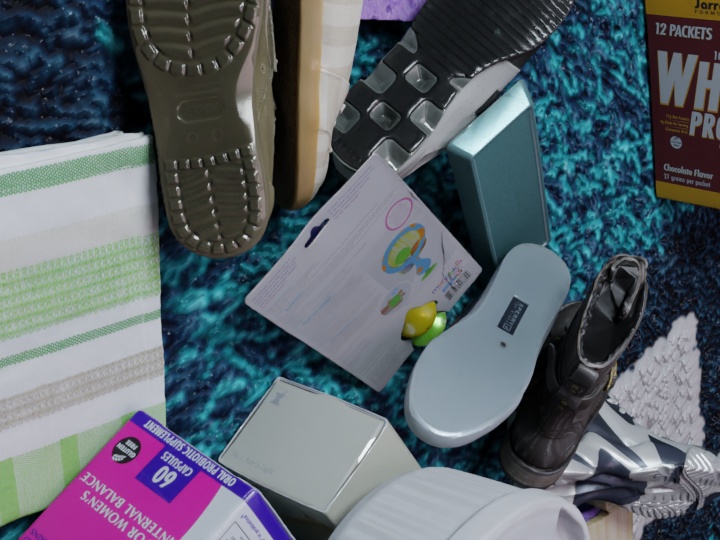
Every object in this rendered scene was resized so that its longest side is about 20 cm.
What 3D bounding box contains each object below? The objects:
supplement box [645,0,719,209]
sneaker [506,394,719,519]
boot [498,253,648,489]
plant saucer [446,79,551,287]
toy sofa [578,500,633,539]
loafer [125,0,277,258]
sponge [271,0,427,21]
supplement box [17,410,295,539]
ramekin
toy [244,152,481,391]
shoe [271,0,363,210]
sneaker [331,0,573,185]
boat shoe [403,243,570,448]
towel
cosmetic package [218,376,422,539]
[{"bbox_3d":[0.364,-0.180,1.091,0.200,0.133,0.198,-33,125,-37],"label":"supplement box"},{"bbox_3d":[0.202,0.128,1.006,0.198,0.130,0.080,0,139,-15],"label":"sneaker"},{"bbox_3d":[0.168,0.051,0.891,0.174,0.069,0.200,107,7,-46],"label":"boot"},{"bbox_3d":[0.103,-0.051,0.870,0.070,0.019,0.200,-42,153,-10],"label":"plant saucer"},{"bbox_3d":[0.193,0.263,1.078,0.097,0.083,0.201,-25,119,-36],"label":"toy sofa"},{"bbox_3d":[-0.083,-0.108,0.672,0.067,0.076,0.201,-80,170,-86],"label":"loafer"},{"bbox_3d":[0.019,-0.214,0.779,0.200,0.030,0.112,-9,110,-47],"label":"sponge"},{"bbox_3d":[-0.135,0.192,0.660,0.200,0.101,0.103,-49,142,-20],"label":"supplement box"},{"bbox_3d":[0.045,0.209,0.727,0.202,0.094,0.203,-25,125,-42],"label":"ramekin"},{"bbox_3d":[0.000,0.000,0.802,0.115,0.047,0.200,-49,145,0],"label":"toy"},{"bbox_3d":[-0.023,-0.121,0.699,0.053,0.070,0.201,-13,132,-25],"label":"shoe"},{"bbox_3d":[0.055,-0.126,0.806,0.200,0.074,0.089,-41,168,-10],"label":"sneaker"},{"bbox_3d":[0.084,0.070,0.867,0.200,0.071,0.091,-47,167,-42],"label":"boat shoe"},{"bbox_3d":[-0.170,0.032,0.654,0.149,0.031,0.201,-16,116,-42],"label":"towel"},{"bbox_3d":[0.004,0.167,0.825,0.073,0.103,0.200,-54,134,-21],"label":"cosmetic package"}]
